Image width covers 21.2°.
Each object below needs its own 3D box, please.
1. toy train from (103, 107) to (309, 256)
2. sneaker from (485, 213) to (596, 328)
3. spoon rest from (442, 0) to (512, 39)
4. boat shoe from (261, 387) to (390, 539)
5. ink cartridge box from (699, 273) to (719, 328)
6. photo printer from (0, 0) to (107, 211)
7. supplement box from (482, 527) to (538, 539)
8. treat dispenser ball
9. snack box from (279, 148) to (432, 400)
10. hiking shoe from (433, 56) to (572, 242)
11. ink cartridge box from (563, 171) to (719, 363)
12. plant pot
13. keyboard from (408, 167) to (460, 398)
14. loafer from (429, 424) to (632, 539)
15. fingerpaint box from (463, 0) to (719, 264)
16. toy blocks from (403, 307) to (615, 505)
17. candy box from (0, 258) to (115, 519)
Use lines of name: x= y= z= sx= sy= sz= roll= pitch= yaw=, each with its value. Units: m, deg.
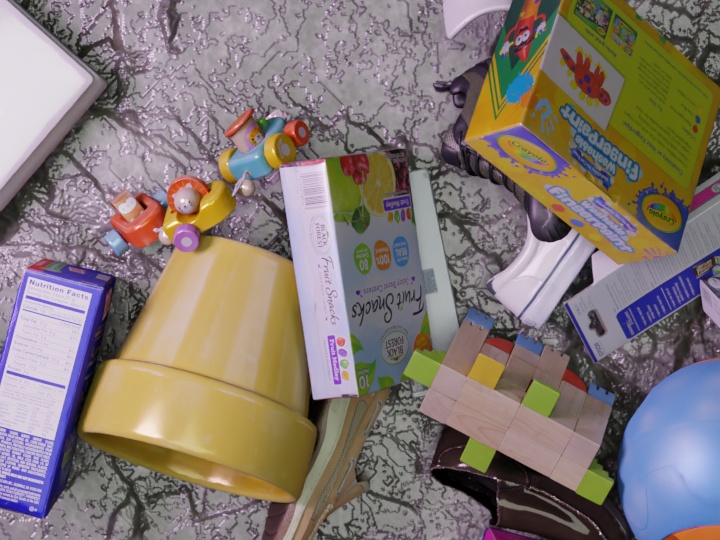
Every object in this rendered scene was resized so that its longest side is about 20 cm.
toy train: x=-0.140 y=-0.085 z=1.666 sx=0.200 sy=0.150 sz=0.056 roll=-40 pitch=115 yaw=-6
sneaker: x=0.183 y=-0.048 z=1.701 sx=0.071 sy=0.073 sz=0.201 roll=33 pitch=90 yaw=1
spoon rest: x=0.168 y=-0.203 z=1.665 sx=0.199 sy=0.061 sz=0.100 roll=14 pitch=53 yaw=-30
boat shoe: x=-0.027 y=0.186 z=1.714 sx=0.076 sy=0.072 sz=0.202 roll=21 pitch=93 yaw=-16
ink cartridge box: x=0.406 y=0.013 z=1.677 sx=0.198 sy=0.100 sz=0.040 roll=-17 pitch=116 yaw=-8
photo printer: x=-0.348 y=-0.144 z=1.699 sx=0.166 sy=0.069 sz=0.200 roll=42 pitch=91 yaw=-1
supplement box: x=0.150 y=0.295 z=1.647 sx=0.102 sy=0.200 sz=0.102 roll=15 pitch=92 yaw=0
treat dispenser ball: x=0.320 y=0.174 z=1.643 sx=0.199 sy=0.201 sz=0.203 roll=0 pitch=92 yaw=0
snack box: x=0.000 y=0.000 z=1.660 sx=0.053 sy=0.142 sz=0.202 roll=-6 pitch=94 yaw=32
hiking shoe: x=0.125 y=-0.098 z=1.677 sx=0.100 sy=0.076 sz=0.201 roll=-23 pitch=54 yaw=13
ink cartridge box: x=0.270 y=-0.006 z=1.695 sx=0.199 sy=0.037 sz=0.095 roll=-34 pitch=135 yaw=-1
plant pot: x=-0.123 y=0.081 z=1.656 sx=0.199 sy=0.201 sz=0.191 roll=16 pitch=75 yaw=-1
keyboard: x=0.054 y=0.012 z=1.735 sx=0.056 sy=0.011 sz=0.202 roll=-12 pitch=92 yaw=-5
loafer: x=0.143 y=0.207 z=1.684 sx=0.199 sy=0.073 sz=0.071 roll=29 pitch=53 yaw=21
fingerpaint box: x=0.196 y=-0.129 z=1.594 sx=0.199 sy=0.073 sz=0.168 roll=35 pitch=62 yaw=-31
toy blocks: x=0.142 y=0.107 z=1.678 sx=0.199 sy=0.137 sz=0.101 roll=27 pitch=116 yaw=4
candy box: x=-0.272 y=0.096 z=1.657 sx=0.076 sy=0.169 sz=0.202 roll=15 pitch=91 yaw=-4
